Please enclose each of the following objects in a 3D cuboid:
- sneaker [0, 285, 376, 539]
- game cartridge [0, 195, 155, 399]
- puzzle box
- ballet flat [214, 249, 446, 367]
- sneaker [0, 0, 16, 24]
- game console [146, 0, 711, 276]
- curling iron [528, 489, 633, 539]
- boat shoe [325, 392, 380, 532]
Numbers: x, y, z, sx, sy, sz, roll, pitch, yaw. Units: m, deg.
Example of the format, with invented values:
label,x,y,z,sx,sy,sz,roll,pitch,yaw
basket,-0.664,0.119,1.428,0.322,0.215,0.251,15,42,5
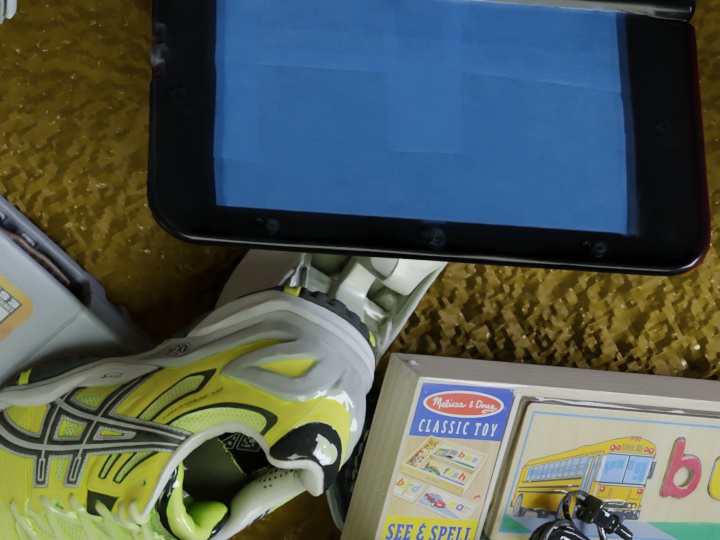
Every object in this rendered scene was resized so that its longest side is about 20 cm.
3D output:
label,x,y,z,sx,sy,sz,roll,pitch,yaw
sneaker,-0.086,0.073,1.055,0.199,0.077,0.075,-29,122,27
game cartridge,-0.191,0.010,1.080,0.133,0.042,0.200,-41,116,12
puzzle box,0.085,0.104,1.122,0.199,0.025,0.134,5,108,-30
ballet flat,0.000,0.000,1.078,0.069,0.070,0.200,28,114,-20
sneaker,-0.207,-0.112,0.979,0.199,0.082,0.075,-5,121,-4
game console,0.031,-0.106,0.988,0.199,0.119,0.173,4,120,-9
curling iron,0.016,0.108,1.057,0.199,0.026,0.050,0,101,-27
boat shoe,0.042,0.131,1.165,0.075,0.060,0.201,-30,121,-20
